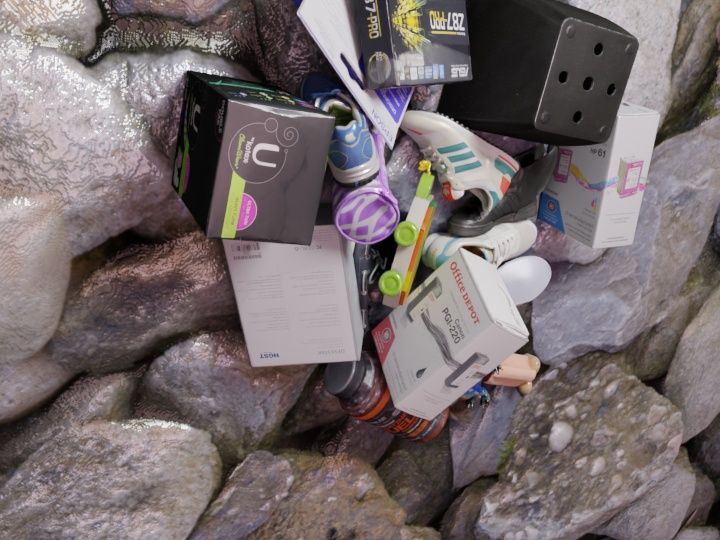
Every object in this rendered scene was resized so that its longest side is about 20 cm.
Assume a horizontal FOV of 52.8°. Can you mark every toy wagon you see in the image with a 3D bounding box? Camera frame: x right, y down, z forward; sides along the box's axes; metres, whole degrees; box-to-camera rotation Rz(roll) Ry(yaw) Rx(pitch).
[{"bbox_3d":[0.072,-0.051,1.003,0.039,0.155,0.203,18,105,6],"label":"toy wagon"}]

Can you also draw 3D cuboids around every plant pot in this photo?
[{"bbox_3d":[0.250,-0.268,0.980,0.197,0.177,0.203,4,109,-29],"label":"plant pot"}]

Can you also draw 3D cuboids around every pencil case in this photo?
[{"bbox_3d":[0.004,-0.123,0.908,0.085,0.202,0.084,-34,128,25],"label":"pencil case"}]

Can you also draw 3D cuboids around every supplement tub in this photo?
[{"bbox_3d":[0.038,0.188,1.115,0.199,0.107,0.108,29,97,-33],"label":"supplement tub"}]

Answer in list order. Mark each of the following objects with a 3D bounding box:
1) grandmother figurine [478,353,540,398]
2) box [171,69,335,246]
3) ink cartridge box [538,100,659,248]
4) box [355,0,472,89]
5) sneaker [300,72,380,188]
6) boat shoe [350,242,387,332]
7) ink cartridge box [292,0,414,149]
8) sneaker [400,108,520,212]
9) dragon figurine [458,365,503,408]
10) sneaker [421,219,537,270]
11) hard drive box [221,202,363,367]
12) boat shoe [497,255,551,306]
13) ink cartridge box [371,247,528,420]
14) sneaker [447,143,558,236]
[{"bbox_3d":[0.215,0.163,1.223,0.198,0.060,0.123,7,100,-32],"label":"grandmother figurine"},{"bbox_3d":[-0.131,-0.133,0.830,0.123,0.200,0.151,3,111,-28],"label":"box"},{"bbox_3d":[0.356,-0.154,1.102,0.083,0.145,0.203,-5,114,-23],"label":"ink cartridge box"},{"bbox_3d":[0.066,-0.305,0.872,0.199,0.049,0.164,-22,110,-53],"label":"box"},{"bbox_3d":[-0.027,-0.187,0.860,0.075,0.201,0.078,-22,137,-6],"label":"sneaker"},{"bbox_3d":[0.000,0.000,1.022,0.061,0.075,0.203,6,111,-7],"label":"boat shoe"},{"bbox_3d":[-0.001,-0.275,0.861,0.199,0.043,0.202,50,44,-34],"label":"ink cartridge box"},{"bbox_3d":[0.126,-0.151,1.012,0.198,0.070,0.094,24,92,-20],"label":"sneaker"},{"bbox_3d":[0.163,0.144,1.118,0.099,0.059,0.202,41,61,-26],"label":"dragon figurine"},{"bbox_3d":[0.195,-0.031,1.113,0.198,0.081,0.078,-16,117,-21],"label":"sneaker"},{"bbox_3d":[-0.084,0.021,0.959,0.153,0.077,0.203,-4,117,7],"label":"hard drive box"},{"bbox_3d":[0.211,0.041,1.164,0.198,0.065,0.074,-28,88,-5],"label":"boat shoe"},{"bbox_3d":[0.121,0.091,1.023,0.084,0.147,0.200,27,121,-38],"label":"ink cartridge box"},{"bbox_3d":[0.214,-0.125,1.097,0.198,0.060,0.106,-16,119,-26],"label":"sneaker"}]
